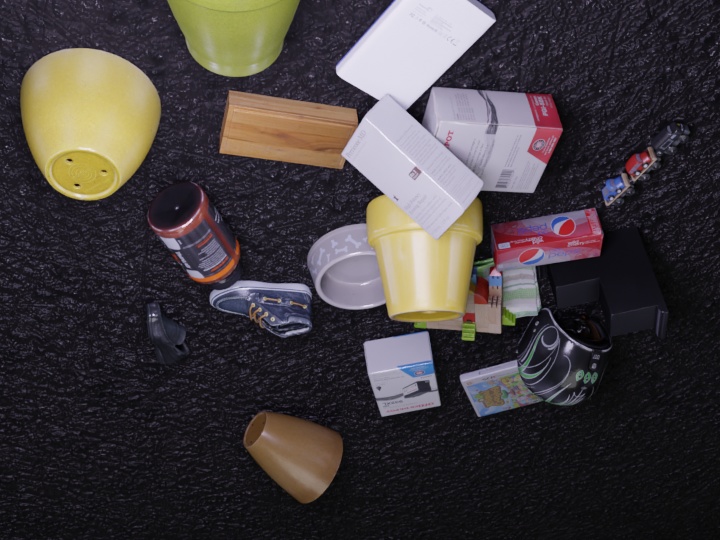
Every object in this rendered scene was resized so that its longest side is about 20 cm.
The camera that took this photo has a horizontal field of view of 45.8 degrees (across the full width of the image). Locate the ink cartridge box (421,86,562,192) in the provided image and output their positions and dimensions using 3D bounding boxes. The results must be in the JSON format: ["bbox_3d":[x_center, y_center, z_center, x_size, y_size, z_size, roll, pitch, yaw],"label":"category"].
[{"bbox_3d":[0.193,-0.202,1.333,0.196,0.084,0.148,2,143,-11],"label":"ink cartridge box"}]

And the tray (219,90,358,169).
[{"bbox_3d":[-0.111,-0.213,1.306,0.197,0.037,0.099,5,141,-17],"label":"tray"}]

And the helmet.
[{"bbox_3d":[0.427,0.190,1.815,0.197,0.201,0.193,10,123,-22],"label":"helmet"}]

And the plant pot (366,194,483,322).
[{"bbox_3d":[0.109,-0.017,1.419,0.197,0.192,0.201,-2,168,0],"label":"plant pot"}]

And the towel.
[{"bbox_3d":[0.285,0.040,1.710,0.147,0.031,0.201,-13,142,6],"label":"towel"}]

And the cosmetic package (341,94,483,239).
[{"bbox_3d":[0.076,-0.152,1.270,0.199,0.074,0.102,40,145,0],"label":"cosmetic package"}]

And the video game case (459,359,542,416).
[{"bbox_3d":[0.346,0.281,2.042,0.179,0.022,0.201,-16,142,11],"label":"video game case"}]

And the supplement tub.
[{"bbox_3d":[-0.268,-0.049,1.432,0.105,0.108,0.201,-15,142,10],"label":"supplement tub"}]

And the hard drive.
[{"bbox_3d":[0.076,-0.321,1.206,0.131,0.026,0.200,22,133,-33],"label":"hard drive"}]

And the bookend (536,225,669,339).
[{"bbox_3d":[0.449,0.040,1.598,0.195,0.202,0.093,-13,143,6],"label":"bookend"}]

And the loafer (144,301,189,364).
[{"bbox_3d":[-0.379,0.120,1.670,0.069,0.069,0.202,-12,149,-8],"label":"loafer"}]

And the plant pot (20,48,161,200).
[{"bbox_3d":[-0.384,-0.186,1.203,0.196,0.144,0.201,-5,143,-4],"label":"plant pot"}]

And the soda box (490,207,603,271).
[{"bbox_3d":[0.341,-0.055,1.568,0.196,0.064,0.070,-9,143,2],"label":"soda box"}]

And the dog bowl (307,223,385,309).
[{"bbox_3d":[0.000,0.000,1.584,0.196,0.059,0.201,-5,143,-3],"label":"dog bowl"}]

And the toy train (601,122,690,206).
[{"bbox_3d":[0.479,-0.179,1.457,0.045,0.035,0.200,16,137,-23],"label":"toy train"}]

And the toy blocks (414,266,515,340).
[{"bbox_3d":[0.199,0.050,1.648,0.196,0.101,0.138,3,132,14],"label":"toy blocks"}]

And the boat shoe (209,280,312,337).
[{"bbox_3d":[-0.188,0.075,1.620,0.196,0.092,0.071,-2,143,-8],"label":"boat shoe"}]

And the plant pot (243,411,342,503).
[{"bbox_3d":[-0.173,0.423,2.026,0.199,0.188,0.186,36,127,-26],"label":"plant pot"}]

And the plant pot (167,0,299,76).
[{"bbox_3d":[-0.153,-0.343,1.021,0.197,0.204,0.194,-1,155,-8],"label":"plant pot"}]

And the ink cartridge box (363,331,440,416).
[{"bbox_3d":[0.095,0.231,1.879,0.143,0.085,0.201,-11,143,4],"label":"ink cartridge box"}]
